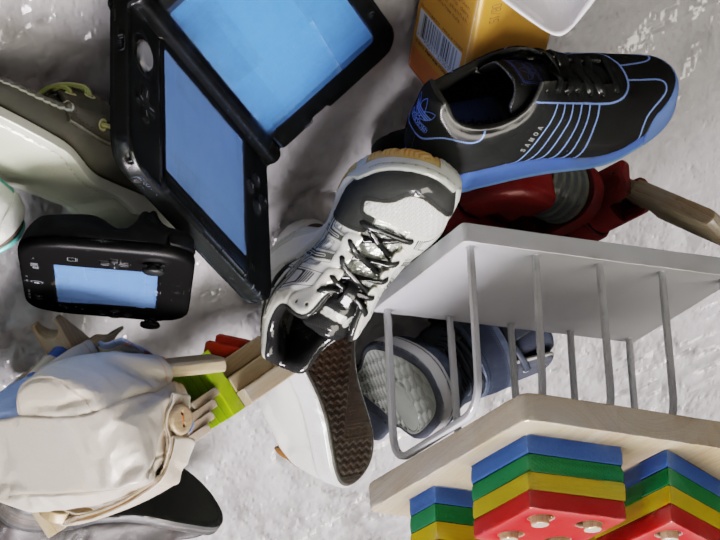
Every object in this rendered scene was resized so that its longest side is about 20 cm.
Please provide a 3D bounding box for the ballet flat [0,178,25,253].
[{"bbox_3d":[-0.293,-0.007,1.592,0.199,0.070,0.069,-29,144,4],"label":"ballet flat"}]

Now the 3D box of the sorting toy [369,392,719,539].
[{"bbox_3d":[0.138,0.152,1.719,0.198,0.070,0.200,10,155,-27],"label":"sorting toy"}]

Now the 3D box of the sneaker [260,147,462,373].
[{"bbox_3d":[0.000,0.000,1.699,0.075,0.088,0.200,23,143,-17],"label":"sneaker"}]

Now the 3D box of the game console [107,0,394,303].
[{"bbox_3d":[-0.059,-0.105,1.638,0.116,0.177,0.200,-14,148,18],"label":"game console"}]

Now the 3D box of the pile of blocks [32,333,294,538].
[{"bbox_3d":[-0.140,0.096,1.796,0.199,0.062,0.082,-34,180,-8],"label":"pile of blocks"}]

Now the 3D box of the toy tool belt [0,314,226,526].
[{"bbox_3d":[-0.186,0.094,1.732,0.123,0.199,0.125,-38,110,-48],"label":"toy tool belt"}]

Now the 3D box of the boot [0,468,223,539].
[{"bbox_3d":[-0.211,0.208,1.902,0.199,0.069,0.175,6,129,-33],"label":"boot"}]

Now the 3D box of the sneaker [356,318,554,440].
[{"bbox_3d":[0.075,0.058,1.902,0.146,0.077,0.202,-25,-179,-13],"label":"sneaker"}]

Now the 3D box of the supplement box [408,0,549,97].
[{"bbox_3d":[0.085,-0.193,1.697,0.066,0.069,0.201,-17,141,-27],"label":"supplement box"}]

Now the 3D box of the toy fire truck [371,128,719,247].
[{"bbox_3d":[0.133,-0.044,1.788,0.199,0.129,0.176,-27,150,30],"label":"toy fire truck"}]

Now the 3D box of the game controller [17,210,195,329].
[{"bbox_3d":[-0.154,0.002,1.651,0.104,0.042,0.200,-4,168,-6],"label":"game controller"}]

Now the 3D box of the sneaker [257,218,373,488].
[{"bbox_3d":[-0.049,0.054,1.860,0.073,0.084,0.201,-32,126,-41],"label":"sneaker"}]

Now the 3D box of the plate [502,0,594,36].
[{"bbox_3d":[0.095,-0.269,1.569,0.199,0.032,0.200,34,112,-7],"label":"plate"}]

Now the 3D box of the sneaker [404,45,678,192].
[{"bbox_3d":[0.120,-0.107,1.706,0.199,0.070,0.078,-19,148,-23],"label":"sneaker"}]

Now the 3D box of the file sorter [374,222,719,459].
[{"bbox_3d":[0.127,0.060,1.752,0.199,0.125,0.139,8,157,-23],"label":"file sorter"}]

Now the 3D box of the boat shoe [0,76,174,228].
[{"bbox_3d":[-0.173,-0.075,1.618,0.072,0.061,0.201,-6,155,37],"label":"boat shoe"}]
